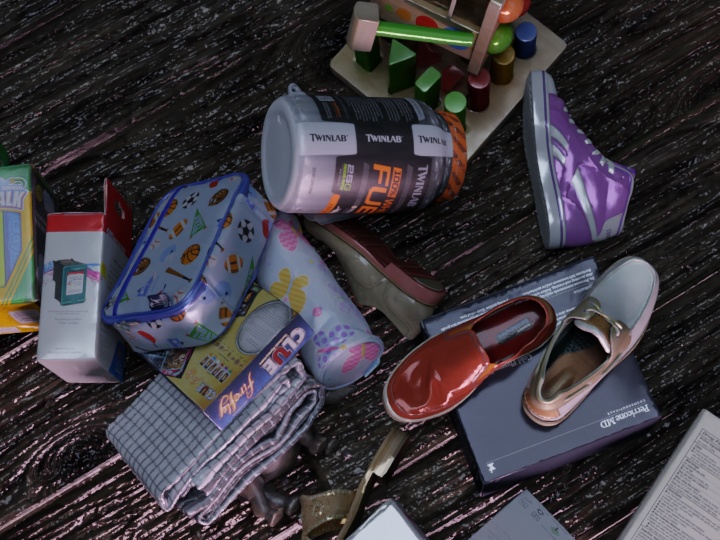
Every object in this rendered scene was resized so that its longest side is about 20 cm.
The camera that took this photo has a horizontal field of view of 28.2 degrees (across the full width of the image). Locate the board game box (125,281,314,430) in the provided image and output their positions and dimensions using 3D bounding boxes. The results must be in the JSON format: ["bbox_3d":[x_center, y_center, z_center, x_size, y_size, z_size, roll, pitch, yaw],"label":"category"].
[{"bbox_3d":[-0.149,0.068,1.476,0.136,0.035,0.200,-46,36,-9],"label":"board game box"}]

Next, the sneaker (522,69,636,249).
[{"bbox_3d":[0.244,-0.128,1.589,0.113,0.073,0.202,-9,85,-3],"label":"sneaker"}]

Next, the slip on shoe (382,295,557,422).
[{"bbox_3d":[0.108,0.084,1.431,0.199,0.061,0.074,-30,76,-3],"label":"slip on shoe"}]

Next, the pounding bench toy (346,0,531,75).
[{"bbox_3d":[0.092,-0.284,1.518,0.155,0.124,0.201,27,62,6],"label":"pounding bench toy"}]

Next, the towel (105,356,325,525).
[{"bbox_3d":[-0.147,0.156,1.482,0.200,0.086,0.165,-46,36,-10],"label":"towel"}]

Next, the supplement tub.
[{"bbox_3d":[0.004,-0.121,1.504,0.198,0.123,0.124,-1,73,-22],"label":"supplement tub"}]

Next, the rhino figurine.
[{"bbox_3d":[-0.070,0.169,1.524,0.087,0.060,0.201,28,74,21],"label":"rhino figurine"}]

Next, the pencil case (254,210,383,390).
[{"bbox_3d":[-0.056,0.032,1.530,0.083,0.091,0.201,-41,61,11],"label":"pencil case"}]

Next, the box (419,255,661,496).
[{"bbox_3d":[0.185,0.113,1.503,0.198,0.104,0.183,-19,73,-2],"label":"box"}]

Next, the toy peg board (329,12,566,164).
[{"bbox_3d":[0.099,-0.256,1.613,0.200,0.098,0.199,40,80,12],"label":"toy peg board"}]

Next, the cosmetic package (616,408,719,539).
[{"bbox_3d":[0.334,0.257,1.465,0.103,0.087,0.201,35,80,13],"label":"cosmetic package"}]

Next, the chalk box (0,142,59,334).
[{"bbox_3d":[-0.402,-0.040,1.566,0.123,0.125,0.202,-7,73,1],"label":"chalk box"}]

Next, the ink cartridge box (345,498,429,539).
[{"bbox_3d":[0.067,0.334,1.426,0.083,0.145,0.200,-39,76,-3],"label":"ink cartridge box"}]

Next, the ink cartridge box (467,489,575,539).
[{"bbox_3d":[0.152,0.293,1.417,0.100,0.200,0.039,47,117,13],"label":"ink cartridge box"}]

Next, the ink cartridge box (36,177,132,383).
[{"bbox_3d":[-0.296,0.012,1.549,0.067,0.116,0.202,-1,74,5],"label":"ink cartridge box"}]

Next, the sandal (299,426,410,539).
[{"bbox_3d":[-0.029,0.246,1.496,0.069,0.078,0.213,28,69,13],"label":"sandal"}]

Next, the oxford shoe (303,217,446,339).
[{"bbox_3d":[0.000,0.000,1.556,0.200,0.070,0.075,39,111,32],"label":"oxford shoe"}]

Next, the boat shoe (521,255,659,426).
[{"bbox_3d":[0.235,0.066,1.424,0.074,0.068,0.201,33,78,11],"label":"boat shoe"}]

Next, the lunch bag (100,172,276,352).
[{"bbox_3d":[-0.183,-0.005,1.492,0.159,0.076,0.201,-6,47,40],"label":"lunch bag"}]

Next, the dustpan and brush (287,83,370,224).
[{"bbox_3d":[-0.035,-0.138,1.606,0.139,0.057,0.201,-13,70,-28],"label":"dustpan and brush"}]
